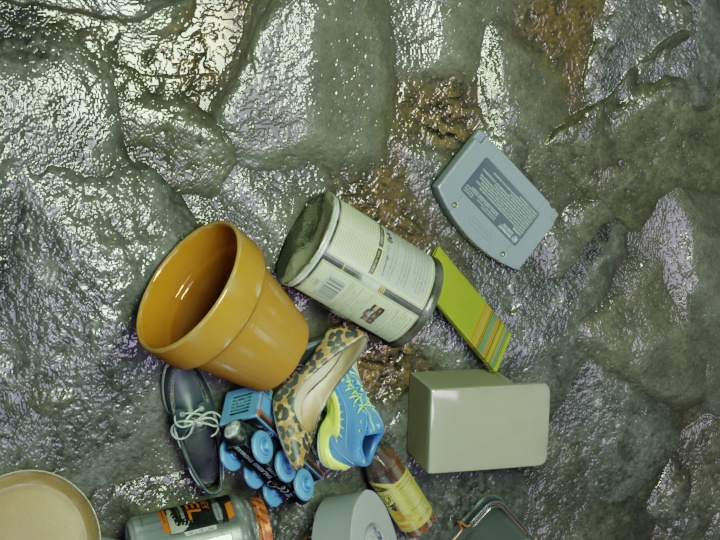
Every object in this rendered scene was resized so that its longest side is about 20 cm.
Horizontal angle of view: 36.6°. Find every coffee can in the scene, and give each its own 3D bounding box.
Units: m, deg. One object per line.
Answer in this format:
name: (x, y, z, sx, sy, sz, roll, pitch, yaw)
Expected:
coffee can: (0.000, 0.000, 1.560, 0.198, 0.146, 0.148, 31, 88, -23)

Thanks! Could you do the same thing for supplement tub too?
supplement tub: (-0.229, 0.393, 1.552, 0.196, 0.122, 0.125, -9, 103, -20)

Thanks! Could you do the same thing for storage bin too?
storage bin: (0.201, 0.474, 1.731, 0.200, 0.134, 0.146, -45, 112, -10)

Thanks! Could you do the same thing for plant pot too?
plant pot: (-0.454, 0.375, 1.480, 0.196, 0.027, 0.204, 3, 78, -15)
plant pot: (-0.173, 0.067, 1.487, 0.183, 0.199, 0.201, 40, 84, -34)

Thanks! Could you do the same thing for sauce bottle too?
sauce bottle: (0.045, 0.320, 1.681, 0.066, 0.066, 0.202, -36, 108, -12)

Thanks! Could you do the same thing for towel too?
towel: (0.163, 0.061, 1.689, 0.200, 0.018, 0.087, 49, 47, -21)

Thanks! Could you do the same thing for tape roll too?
tape roll: (-0.003, 0.430, 1.607, 0.065, 0.201, 0.204, -13, 108, 18)

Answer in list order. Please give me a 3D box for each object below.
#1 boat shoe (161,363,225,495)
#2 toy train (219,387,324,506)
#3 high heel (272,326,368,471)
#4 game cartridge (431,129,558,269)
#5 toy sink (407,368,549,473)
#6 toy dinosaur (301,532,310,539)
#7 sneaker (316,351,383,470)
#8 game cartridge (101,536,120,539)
boat shoe: (-0.235, 0.224, 1.552, 0.074, 0.062, 0.204, -12, 103, -17)
toy train: (-0.126, 0.256, 1.569, 0.200, 0.085, 0.116, 49, 37, -38)
high heel: (-0.050, 0.174, 1.527, 0.140, 0.203, 0.071, -20, 141, 22)
game cartridge: (0.204, -0.102, 1.684, 0.200, 0.041, 0.134, 43, 87, -22)
toy sink: (0.180, 0.228, 1.691, 0.196, 0.112, 0.133, -2, 100, -16)
toy dinosaur: (-0.053, 0.447, 1.629, 0.061, 0.105, 0.199, -64, 156, 2)
sneaker: (-0.005, 0.195, 1.601, 0.075, 0.103, 0.204, 3, 90, -56)
game cartridge: (-0.426, 0.444, 1.529, 0.196, 0.041, 0.136, -5, 97, -19)
